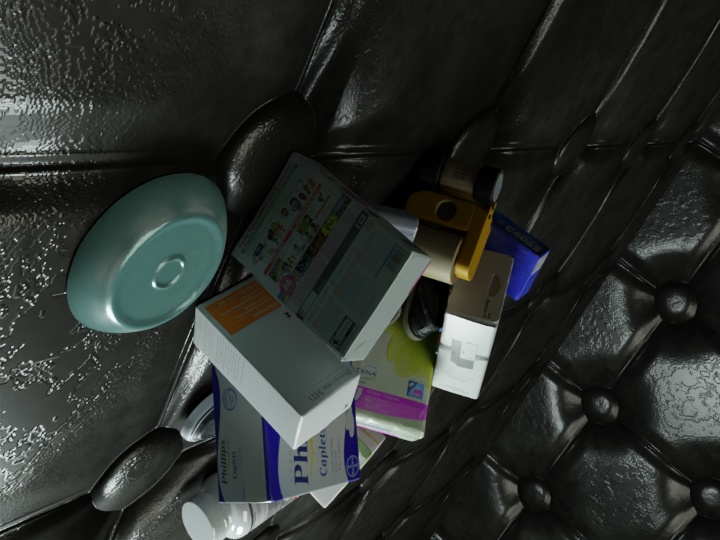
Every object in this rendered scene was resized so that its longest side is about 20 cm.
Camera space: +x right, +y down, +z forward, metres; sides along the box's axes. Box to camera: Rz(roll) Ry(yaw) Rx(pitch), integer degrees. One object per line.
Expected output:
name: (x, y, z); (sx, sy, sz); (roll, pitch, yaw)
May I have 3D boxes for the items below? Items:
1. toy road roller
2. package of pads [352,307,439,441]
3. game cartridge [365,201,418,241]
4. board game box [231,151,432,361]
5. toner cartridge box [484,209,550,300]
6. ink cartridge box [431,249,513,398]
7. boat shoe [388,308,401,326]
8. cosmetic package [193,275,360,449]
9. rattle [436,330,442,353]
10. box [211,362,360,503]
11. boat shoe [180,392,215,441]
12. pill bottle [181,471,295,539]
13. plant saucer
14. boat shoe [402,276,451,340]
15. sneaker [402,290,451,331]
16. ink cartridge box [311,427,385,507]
toy road roller: (0.141, -0.069, 1.181); (0.203, 0.121, 0.146); (-67, 159, -15)
package of pads: (0.038, 0.155, 1.254); (0.068, 0.152, 0.204); (135, -31, -64)
game cartridge: (-0.011, -0.004, 1.075); (0.041, 0.131, 0.202); (-89, -165, -52)
board game box: (-0.037, -0.017, 0.901); (0.149, 0.199, 0.064); (-55, 156, 13)
toner cartridge box: (0.207, -0.051, 1.289); (0.043, 0.199, 0.096); (-26, 148, -45)
ink cartridge box: (0.177, 0.083, 1.244); (0.202, 0.081, 0.148); (94, 14, -49)
boat shoe: (0.000, 0.000, 1.163); (0.071, 0.068, 0.202); (-31, 131, -16)
cosmetic package: (-0.106, 0.107, 0.957); (0.101, 0.199, 0.072); (-30, 150, -38)
rattle: (0.072, 0.152, 1.380); (0.197, 0.131, 0.145); (-11, 136, -31)
box: (-0.101, 0.218, 1.105); (0.198, 0.104, 0.188); (3, 80, -52)
boat shoe: (-0.172, 0.209, 1.151); (0.199, 0.068, 0.073); (-19, 142, -51)
pill bottle: (-0.193, 0.370, 1.292); (0.198, 0.110, 0.112); (-24, 145, -46)
plant saucer: (-0.209, -0.006, 0.817); (0.199, 0.036, 0.201); (-40, 154, -23)
boat shoe: (0.120, 0.013, 1.254); (0.066, 0.074, 0.202); (-19, -136, 47)
sneaker: (0.103, 0.090, 1.442); (0.199, 0.090, 0.076); (-37, 153, -28)
ink cartridge box: (-0.023, 0.322, 1.365); (0.118, 0.067, 0.200); (-50, 171, 10)
